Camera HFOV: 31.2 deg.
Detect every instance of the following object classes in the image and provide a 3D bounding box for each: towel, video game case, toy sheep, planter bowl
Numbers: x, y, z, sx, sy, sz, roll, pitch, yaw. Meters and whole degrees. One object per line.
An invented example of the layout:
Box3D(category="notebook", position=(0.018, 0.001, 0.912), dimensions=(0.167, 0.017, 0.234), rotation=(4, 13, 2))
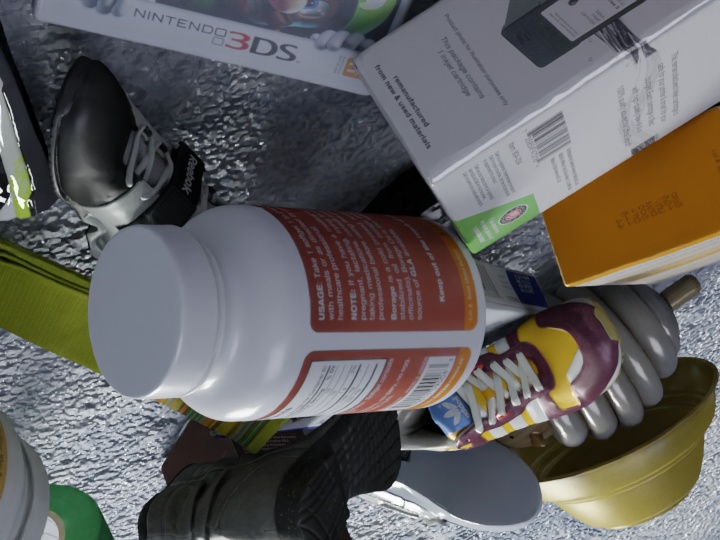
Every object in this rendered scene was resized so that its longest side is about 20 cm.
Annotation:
Box3D(category="towel", position=(-0.136, 0.050, 0.774), dimensions=(0.200, 0.018, 0.086), rotation=(27, 140, -8))
Box3D(category="video game case", position=(-0.046, -0.183, 0.606), dimensions=(0.182, 0.023, 0.200), rotation=(10, 131, -18))
Box3D(category="toy sheep", position=(0.180, 0.067, 1.003), dimensions=(0.200, 0.138, 0.138), rotation=(-41, 143, -3))
Box3D(category="planter bowl", position=(0.218, 0.155, 1.066), dimensions=(0.200, 0.200, 0.084), rotation=(-27, 99, 4))

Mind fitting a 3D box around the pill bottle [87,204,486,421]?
Box3D(category="pill bottle", position=(-0.037, 0.022, 0.684), dimensions=(0.200, 0.112, 0.112), rotation=(2, 135, -43))

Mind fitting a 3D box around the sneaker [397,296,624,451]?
Box3D(category="sneaker", position=(0.099, 0.085, 0.902), dimensions=(0.090, 0.075, 0.200), rotation=(-22, 167, -37))

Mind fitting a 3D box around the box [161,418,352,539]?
Box3D(category="box", position=(-0.070, 0.192, 0.934), dimensions=(0.075, 0.200, 0.100), rotation=(3, 135, -38))

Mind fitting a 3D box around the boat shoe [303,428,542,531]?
Box3D(category="boat shoe", position=(0.043, 0.167, 1.023), dimensions=(0.202, 0.075, 0.086), rotation=(12, 155, 9))

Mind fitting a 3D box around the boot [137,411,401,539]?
Box3D(category="boot", position=(-0.058, 0.131, 0.858), dimensions=(0.131, 0.068, 0.200), rotation=(-7, -169, 24))

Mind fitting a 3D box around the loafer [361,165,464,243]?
Box3D(category="loafer", position=(0.000, 0.000, 0.855), dimensions=(0.200, 0.068, 0.070), rotation=(-32, 133, 1))

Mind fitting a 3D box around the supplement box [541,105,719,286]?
Box3D(category="supplement box", position=(0.210, -0.043, 0.841), dimensions=(0.126, 0.074, 0.200), rotation=(-22, 170, 26))

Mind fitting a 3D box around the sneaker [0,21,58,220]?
Box3D(category="sneaker", position=(-0.207, -0.083, 0.629), dimensions=(0.083, 0.072, 0.200), rotation=(-18, 143, -9))

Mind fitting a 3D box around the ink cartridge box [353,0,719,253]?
Box3D(category="ink cartridge box", position=(0.113, -0.110, 0.688), dimensions=(0.200, 0.084, 0.146), rotation=(-33, 161, 4))

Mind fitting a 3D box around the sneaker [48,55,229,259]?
Box3D(category="sneaker", position=(-0.110, -0.042, 0.712), dimensions=(0.088, 0.074, 0.200), rotation=(10, 151, 11))

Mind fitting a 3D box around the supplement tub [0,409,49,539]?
Box3D(category="supplement tub", position=(-0.291, 0.118, 0.757), dimensions=(0.144, 0.144, 0.200), rotation=(-33, 143, 8))

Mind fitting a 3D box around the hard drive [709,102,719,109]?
Box3D(category="hard drive", position=(0.178, -0.122, 0.840), dimensions=(0.200, 0.042, 0.135), rotation=(-14, 141, -17))

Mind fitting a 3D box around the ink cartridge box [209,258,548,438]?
Box3D(category="ink cartridge box", position=(0.015, 0.054, 0.888), dimensions=(0.200, 0.041, 0.200), rotation=(-28, 166, 17))

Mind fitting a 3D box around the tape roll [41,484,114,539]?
Box3D(category="tape roll", position=(-0.259, 0.221, 0.858), dimensions=(0.200, 0.200, 0.048), rotation=(-22, 113, -6))
